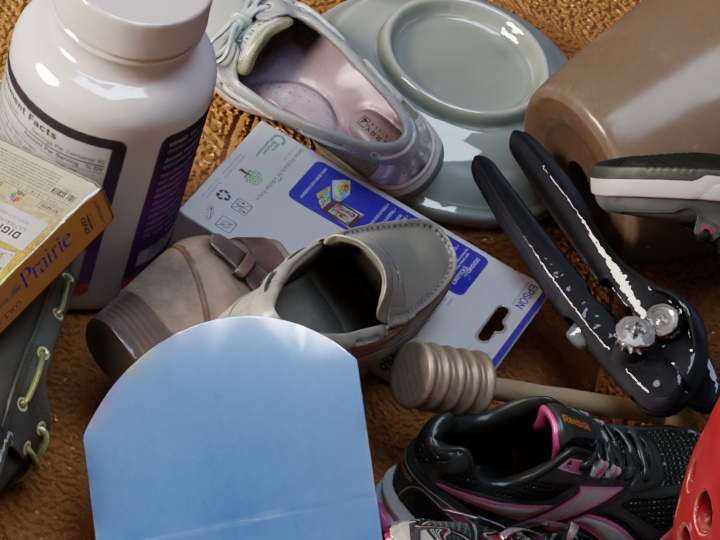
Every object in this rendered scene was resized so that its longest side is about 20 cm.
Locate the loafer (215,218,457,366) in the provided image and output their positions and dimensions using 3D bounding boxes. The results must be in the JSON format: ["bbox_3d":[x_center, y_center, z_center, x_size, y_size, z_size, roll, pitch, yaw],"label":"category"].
[{"bbox_3d":[-0.005,0.013,1.525,0.070,0.070,0.200,49,38,6],"label":"loafer"}]

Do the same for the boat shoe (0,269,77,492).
[{"bbox_3d":[-0.184,0.070,1.489,0.060,0.072,0.203,19,49,-17],"label":"boat shoe"}]

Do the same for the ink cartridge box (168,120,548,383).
[{"bbox_3d":[0.000,0.000,1.650,0.199,0.039,0.100,30,45,12],"label":"ink cartridge box"}]

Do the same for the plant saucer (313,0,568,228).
[{"bbox_3d":[0.059,-0.113,1.774,0.199,0.050,0.201,11,45,-11],"label":"plant saucer"}]

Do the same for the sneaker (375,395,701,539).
[{"bbox_3d":[0.108,0.106,1.551,0.199,0.087,0.081,-7,52,-27],"label":"sneaker"}]

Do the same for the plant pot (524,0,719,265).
[{"bbox_3d":[0.194,-0.088,1.711,0.174,0.201,0.201,-24,58,-21],"label":"plant pot"}]

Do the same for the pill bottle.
[{"bbox_3d":[-0.138,-0.084,1.563,0.111,0.201,0.112,11,44,-11],"label":"pill bottle"}]

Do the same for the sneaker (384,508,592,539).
[{"bbox_3d":[0.075,0.150,1.430,0.200,0.074,0.081,16,49,-62],"label":"sneaker"}]

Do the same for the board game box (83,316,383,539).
[{"bbox_3d":[-0.053,0.125,1.434,0.039,0.157,0.202,15,64,-62],"label":"board game box"}]

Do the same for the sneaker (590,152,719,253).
[{"bbox_3d":[0.220,0.002,1.602,0.198,0.122,0.084,6,9,7],"label":"sneaker"}]

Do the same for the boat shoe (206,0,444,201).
[{"bbox_3d":[-0.036,-0.116,1.708,0.074,0.065,0.202,-46,65,-7],"label":"boat shoe"}]

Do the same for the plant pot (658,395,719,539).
[{"bbox_3d":[0.250,0.151,1.489,0.199,0.183,0.201,10,44,-10],"label":"plant pot"}]

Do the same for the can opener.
[{"bbox_3d":[0.126,0.004,1.635,0.063,0.079,0.200,-34,67,-14],"label":"can opener"}]

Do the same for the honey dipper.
[{"bbox_3d":[0.105,0.070,1.592,0.199,0.038,0.038,11,42,-34],"label":"honey dipper"}]

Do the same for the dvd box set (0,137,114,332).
[{"bbox_3d":[-0.241,0.007,1.485,0.146,0.030,0.200,23,58,35],"label":"dvd box set"}]

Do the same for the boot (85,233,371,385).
[{"bbox_3d":[-0.049,0.068,1.538,0.146,0.070,0.201,-20,73,-43],"label":"boot"}]
